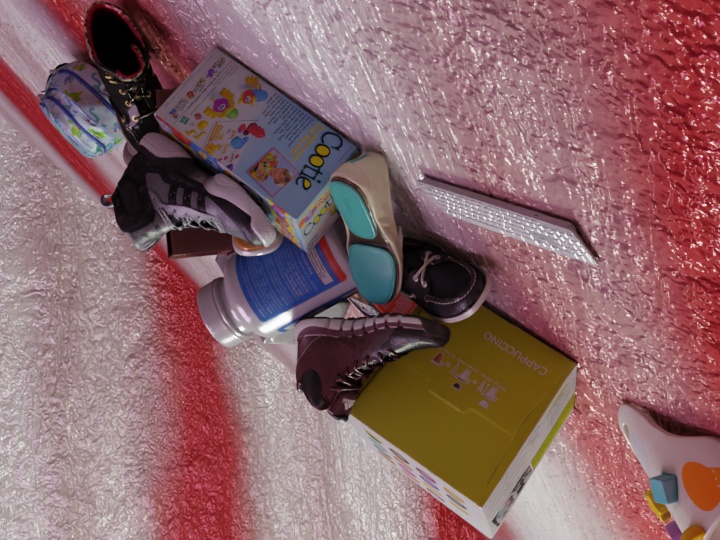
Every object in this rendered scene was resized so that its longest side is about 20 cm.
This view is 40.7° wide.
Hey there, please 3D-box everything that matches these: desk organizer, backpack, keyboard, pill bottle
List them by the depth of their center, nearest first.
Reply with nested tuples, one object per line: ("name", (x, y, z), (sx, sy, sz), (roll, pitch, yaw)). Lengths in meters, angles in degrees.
("keyboard", (0.128, -0.046, 0.879), (0.199, 0.011, 0.056), (25, 160, 50))
("pill bottle", (-0.092, 0.011, 1.151), (0.113, 0.199, 0.113), (54, -163, -26))
("desk organizer", (-0.201, -0.116, 1.168), (0.072, 0.076, 0.202), (169, 95, -73))
("backpack", (-0.417, -0.248, 1.502), (0.199, 0.154, 0.164), (-4, 130, 53))

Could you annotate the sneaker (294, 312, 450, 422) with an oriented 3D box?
("sneaker", (0.009, 0.112, 1.084), (0.199, 0.117, 0.075), (-5, 161, 35))

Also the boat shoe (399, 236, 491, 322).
("boat shoe", (0.074, 0.002, 1.072), (0.060, 0.074, 0.200), (40, 177, -24))

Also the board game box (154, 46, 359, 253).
("board game box", (-0.106, -0.129, 1.052), (0.200, 0.105, 0.103), (37, 167, 15))

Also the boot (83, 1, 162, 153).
("boot", (-0.273, -0.222, 1.176), (0.151, 0.073, 0.201), (152, 95, -81))

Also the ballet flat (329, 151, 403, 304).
("ballet flat", (0.017, -0.046, 1.030), (0.069, 0.069, 0.201), (31, 152, 32))

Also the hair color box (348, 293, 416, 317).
("hair color box", (0.000, 0.000, 1.286), (0.200, 0.061, 0.101), (48, 166, -29))

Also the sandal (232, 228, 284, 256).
("sandal", (-0.113, -0.096, 1.134), (0.207, 0.078, 0.060), (-93, -2, -53))

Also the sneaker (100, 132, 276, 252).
("sneaker", (-0.187, -0.057, 1.032), (0.199, 0.114, 0.076), (35, 168, 23))

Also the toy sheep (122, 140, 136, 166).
("toy sheep", (-0.255, -0.155, 1.326), (0.137, 0.138, 0.200), (26, 161, 46))

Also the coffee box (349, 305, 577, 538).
("coffee box", (0.127, 0.169, 1.178), (0.199, 0.200, 0.198), (32, 166, 22))

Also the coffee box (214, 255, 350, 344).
("coffee box", (-0.115, 0.015, 1.390), (0.114, 0.080, 0.200), (6, -148, -37))

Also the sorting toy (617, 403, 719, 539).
("sorting toy", (0.350, 0.231, 1.055), (0.200, 0.107, 0.180), (52, -178, -43))
